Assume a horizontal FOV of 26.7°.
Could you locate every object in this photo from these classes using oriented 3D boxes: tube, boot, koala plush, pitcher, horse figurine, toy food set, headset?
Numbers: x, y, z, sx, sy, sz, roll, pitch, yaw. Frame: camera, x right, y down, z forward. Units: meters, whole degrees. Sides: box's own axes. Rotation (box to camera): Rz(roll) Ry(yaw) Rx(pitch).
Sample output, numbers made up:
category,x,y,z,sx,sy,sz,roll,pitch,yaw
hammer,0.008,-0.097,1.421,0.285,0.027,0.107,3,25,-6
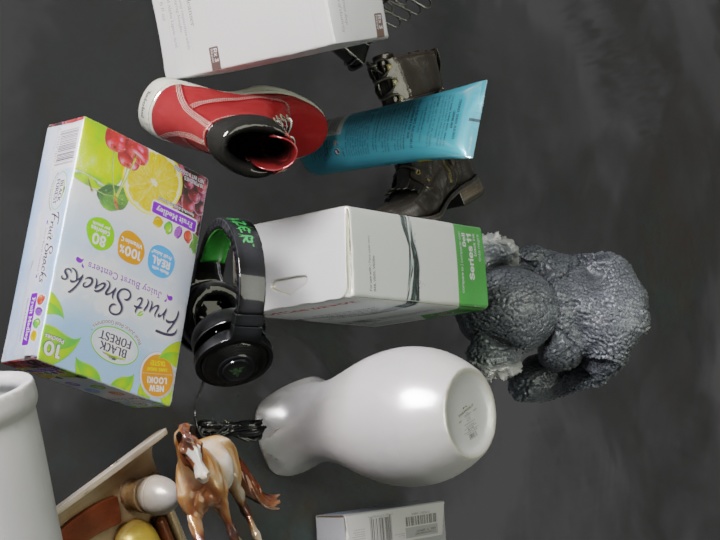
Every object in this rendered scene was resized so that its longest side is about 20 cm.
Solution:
category,x,y,z,sx,sy,sz,roll,pitch,yaw
tube,0.030,-0.127,1.404,0.050,0.199,0.078,24,67,-44
boot,0.043,-0.133,1.536,0.200,0.069,0.175,-30,102,-52
boot,-0.074,-0.112,1.312,0.199,0.144,0.073,1,109,-47
koala plush,0.181,0.042,1.597,0.199,0.183,0.178,9,76,-37
pitcher,0.030,0.122,1.366,0.171,0.199,0.122,-36,111,-48
horse figurine,-0.114,0.180,1.225,0.200,0.050,0.133,-16,85,-83
toy food set,-0.170,0.247,1.213,0.143,0.060,0.201,-36,111,-47
headset,-0.106,0.055,1.281,0.093,0.124,0.201,5,111,-24

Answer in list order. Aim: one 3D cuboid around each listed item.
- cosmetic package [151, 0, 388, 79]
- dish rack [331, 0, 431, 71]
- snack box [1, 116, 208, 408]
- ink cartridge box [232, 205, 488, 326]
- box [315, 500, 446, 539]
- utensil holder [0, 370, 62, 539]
category,x,y,z,sx,sy,sz,roll,pitch,yaw
cosmetic package,-0.081,-0.232,1.287,0.081,0.199,0.114,-17,97,-49
dish rack,0.040,-0.294,1.451,0.054,0.200,0.154,28,61,-26
snack box,-0.202,-0.004,1.222,0.142,0.053,0.201,26,65,-44
ink cartridge box,0.000,0.000,1.390,0.200,0.146,0.084,7,78,-50
box,0.027,0.327,1.451,0.156,0.041,0.201,1,82,-50
utensil holder,-0.280,0.184,1.012,0.170,0.169,0.201,-20,102,-49
